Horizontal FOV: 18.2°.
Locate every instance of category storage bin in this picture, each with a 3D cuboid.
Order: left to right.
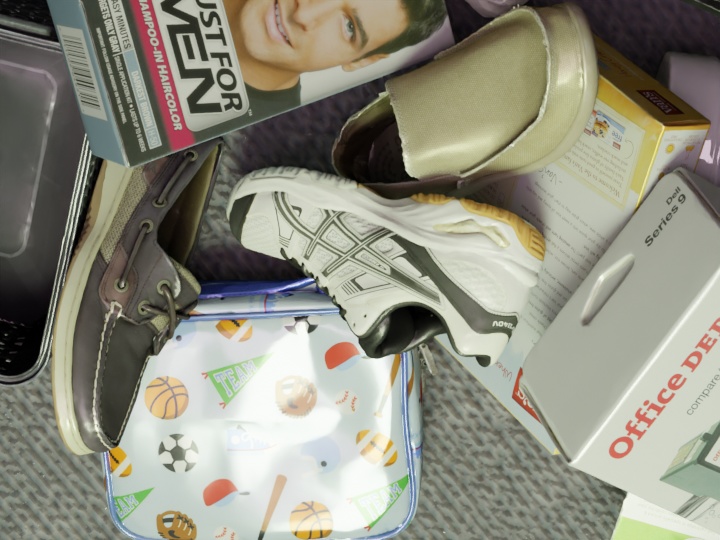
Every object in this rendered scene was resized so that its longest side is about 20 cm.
[{"bbox_3d":[-0.216,-0.052,1.256,0.134,0.094,0.201,14,108,0],"label":"storage bin"}]

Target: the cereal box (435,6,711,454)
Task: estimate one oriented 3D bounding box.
[{"bbox_3d":[0.105,-0.022,1.210,0.039,0.144,0.201,-4,123,-33],"label":"cereal box"}]

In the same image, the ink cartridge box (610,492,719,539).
[{"bbox_3d":[0.229,0.091,1.280,0.147,0.076,0.201,16,110,-2],"label":"ink cartridge box"}]

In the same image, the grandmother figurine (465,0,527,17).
[{"bbox_3d":[0.057,-0.211,1.162,0.060,0.122,0.200,-17,140,2],"label":"grandmother figurine"}]

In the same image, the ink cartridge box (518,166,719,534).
[{"bbox_3d":[0.204,0.059,1.151,0.199,0.084,0.146,25,110,-29],"label":"ink cartridge box"}]

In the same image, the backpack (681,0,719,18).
[{"bbox_3d":[0.203,-0.201,1.131,0.199,0.183,0.148,23,102,4],"label":"backpack"}]

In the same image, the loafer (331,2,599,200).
[{"bbox_3d":[0.052,-0.079,1.186,0.200,0.068,0.076,-37,62,51],"label":"loafer"}]

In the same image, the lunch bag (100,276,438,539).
[{"bbox_3d":[-0.054,0.077,1.298,0.199,0.076,0.161,-3,105,6],"label":"lunch bag"}]

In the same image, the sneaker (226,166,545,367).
[{"bbox_3d":[0.000,0.000,1.205,0.199,0.076,0.088,10,80,37],"label":"sneaker"}]

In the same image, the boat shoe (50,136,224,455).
[{"bbox_3d":[-0.120,0.005,1.231,0.064,0.072,0.201,4,65,15],"label":"boat shoe"}]

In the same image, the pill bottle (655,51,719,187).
[{"bbox_3d":[0.254,-0.054,1.207,0.199,0.114,0.115,10,109,1],"label":"pill bottle"}]

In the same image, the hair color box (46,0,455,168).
[{"bbox_3d":[-0.057,-0.135,1.185,0.199,0.061,0.100,-22,109,-22],"label":"hair color box"}]
